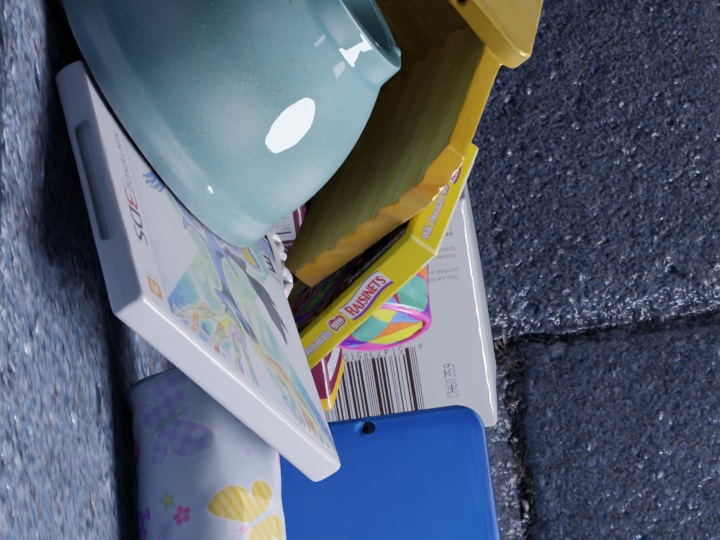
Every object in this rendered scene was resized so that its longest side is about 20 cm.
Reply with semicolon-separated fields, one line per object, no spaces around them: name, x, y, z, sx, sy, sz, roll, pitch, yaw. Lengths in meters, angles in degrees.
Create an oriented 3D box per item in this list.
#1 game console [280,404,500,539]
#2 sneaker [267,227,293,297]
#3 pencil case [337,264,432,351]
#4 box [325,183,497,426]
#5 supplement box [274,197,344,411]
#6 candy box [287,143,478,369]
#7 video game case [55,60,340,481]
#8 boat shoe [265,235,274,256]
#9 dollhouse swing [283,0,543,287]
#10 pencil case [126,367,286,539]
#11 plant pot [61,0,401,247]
game console;-0.006;0.189;1.301;0.171;0.200;0.118;76;8;-55
sneaker;-0.089;0.035;1.381;0.081;0.075;0.200;46;35;-66
pencil case;0.002;-0.042;1.470;0.088;0.088;0.200;72;10;-64
box;0.003;0.029;1.655;0.131;0.199;0.200;-84;165;-72
supplement box;-0.071;-0.001;1.506;0.110;0.086;0.200;-77;159;-74
candy box;0.000;0.000;1.286;0.200;0.026;0.102;-43;-165;44
video game case;-0.088;0.001;1.102;0.200;0.022;0.182;46;18;-47
boat shoe;-0.107;-0.035;1.292;0.074;0.076;0.200;-26;100;-79
dollhouse swing;-0.014;-0.125;1.259;0.182;0.200;0.176;49;45;-7
pencil case;-0.087;0.152;1.128;0.083;0.091;0.200;14;60;-41
plant pot;-0.061;-0.133;1.160;0.200;0.134;0.200;54;14;-20
